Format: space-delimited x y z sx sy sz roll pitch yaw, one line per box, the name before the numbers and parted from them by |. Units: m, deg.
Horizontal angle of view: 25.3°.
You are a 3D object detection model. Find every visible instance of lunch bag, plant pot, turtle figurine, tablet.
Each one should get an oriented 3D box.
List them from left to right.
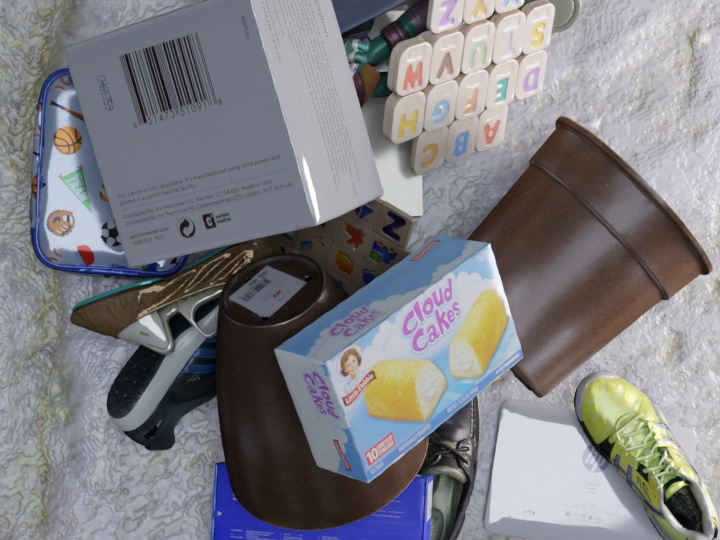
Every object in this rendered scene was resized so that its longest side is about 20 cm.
lunch bag | -0.221 -0.093 1.475 0.160 0.076 0.201 5 88 -10
plant pot | -0.052 0.090 1.392 0.187 0.187 0.200 -24 129 -8
turtle figurine | -0.006 -0.167 1.460 0.200 0.150 0.101 -31 55 -19
plant pot | 0.184 -0.001 1.477 0.198 0.200 0.200 -45 94 0
tablet | 0.224 0.203 1.557 0.199 0.014 0.131 10 86 -8

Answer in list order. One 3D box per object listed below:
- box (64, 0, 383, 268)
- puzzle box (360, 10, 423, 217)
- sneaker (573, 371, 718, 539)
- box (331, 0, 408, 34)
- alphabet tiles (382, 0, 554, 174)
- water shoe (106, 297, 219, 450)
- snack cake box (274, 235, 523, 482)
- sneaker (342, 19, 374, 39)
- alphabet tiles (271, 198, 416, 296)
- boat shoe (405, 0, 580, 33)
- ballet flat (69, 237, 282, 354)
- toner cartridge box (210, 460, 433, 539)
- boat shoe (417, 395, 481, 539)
box | -0.113 -0.125 1.352 0.198 0.131 0.201 -12 99 30
puzzle box | -0.009 -0.148 1.530 0.133 0.025 0.201 -1 88 -8
sneaker | 0.280 0.178 1.521 0.075 0.076 0.200 -39 92 -7
box | -0.053 -0.283 1.445 0.200 0.051 0.158 -21 100 28
alphabet tiles | 0.102 -0.185 1.474 0.200 0.015 0.196 -22 134 -35
water shoe | -0.154 0.076 1.490 0.200 0.071 0.079 -50 129 -15
snack cake box | 0.036 0.068 1.320 0.200 0.067 0.115 -35 119 -33
sneaker | -0.041 -0.310 1.493 0.075 0.079 0.200 -22 82 -12
alphabet tiles | 0.000 0.000 1.445 0.200 0.167 0.008 30 42 13
boat shoe | 0.111 -0.278 1.537 0.201 0.061 0.072 14 124 -4
ballet flat | -0.158 0.031 1.431 0.199 0.068 0.073 -22 79 -3
toner cartridge box | -0.036 0.229 1.474 0.199 0.043 0.095 3 87 11
boat shoe | 0.079 0.188 1.510 0.072 0.066 0.202 10 87 -8
